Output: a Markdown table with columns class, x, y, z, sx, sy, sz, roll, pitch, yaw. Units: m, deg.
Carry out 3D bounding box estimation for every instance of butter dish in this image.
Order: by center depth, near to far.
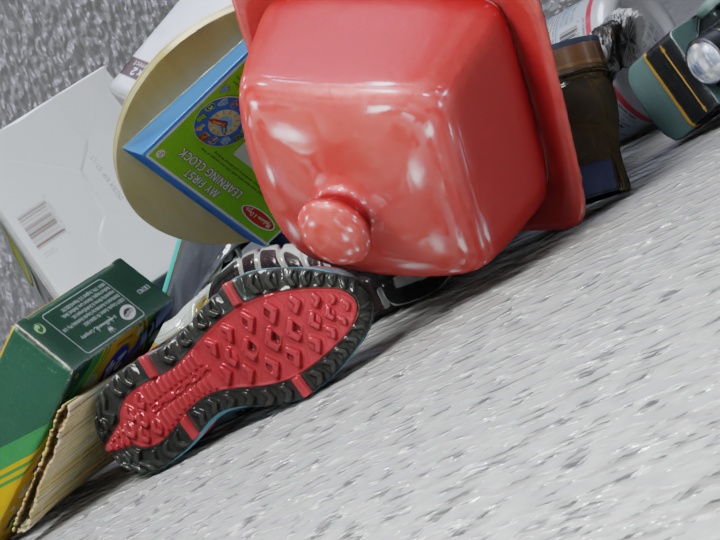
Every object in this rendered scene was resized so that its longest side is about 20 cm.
| class | x | y | z | sx | sy | sz | roll | pitch | yaw |
| --- | --- | --- | --- | --- | --- | --- | --- | --- | --- |
| butter dish | 0.009 | -0.065 | 1.026 | 0.198 | 0.201 | 0.148 | 5 | 46 | 26 |

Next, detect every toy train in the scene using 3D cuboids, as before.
| class | x | y | z | sx | sy | sz | roll | pitch | yaw |
| --- | --- | --- | --- | --- | --- | --- | --- | --- | --- |
| toy train | 0.263 | -0.160 | 1.184 | 0.199 | 0.086 | 0.114 | -34 | -3 | -37 |

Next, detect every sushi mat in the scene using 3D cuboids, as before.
| class | x | y | z | sx | sy | sz | roll | pitch | yaw |
| --- | --- | --- | --- | --- | --- | --- | --- | --- | --- |
| sushi mat | -0.158 | 0.095 | 1.170 | 0.096 | 0.012 | 0.200 | -67 | -13 | 22 |

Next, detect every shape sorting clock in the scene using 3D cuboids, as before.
| class | x | y | z | sx | sy | sz | roll | pitch | yaw |
| --- | --- | --- | --- | --- | --- | --- | --- | --- | --- |
| shape sorting clock | -0.064 | -0.095 | 1.154 | 0.198 | 0.039 | 0.201 | -19 | -42 | -18 |

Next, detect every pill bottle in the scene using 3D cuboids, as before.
| class | x | y | z | sx | sy | sz | roll | pitch | yaw |
| --- | --- | --- | --- | --- | --- | --- | --- | --- | --- |
| pill bottle | 0.147 | -0.133 | 1.388 | 0.199 | 0.109 | 0.109 | -25 | 7 | 40 |

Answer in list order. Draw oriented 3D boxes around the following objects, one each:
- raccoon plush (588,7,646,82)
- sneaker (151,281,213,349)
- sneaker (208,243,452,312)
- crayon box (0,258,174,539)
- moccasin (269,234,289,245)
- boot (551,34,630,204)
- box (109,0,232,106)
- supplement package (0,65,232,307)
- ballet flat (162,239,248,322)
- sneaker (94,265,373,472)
| class | x | y | z | sx | sy | sz | roll | pitch | yaw |
| --- | --- | --- | --- | --- | --- | --- | --- | --- | --- |
| raccoon plush | 0.103 | -0.112 | 1.251 | 0.133 | 0.098 | 0.200 | 8 | 30 | 31 |
| sneaker | -0.143 | 0.077 | 1.331 | 0.199 | 0.076 | 0.088 | -28 | -11 | -15 |
| sneaker | 0.000 | 0.000 | 1.230 | 0.198 | 0.076 | 0.115 | -15 | 8 | 32 |
| crayon box | -0.206 | 0.100 | 1.171 | 0.201 | 0.051 | 0.126 | -59 | -10 | 30 |
| moccasin | -0.021 | -0.066 | 1.435 | 0.199 | 0.069 | 0.080 | -25 | 6 | 41 |
| boot | 0.075 | -0.064 | 1.129 | 0.199 | 0.098 | 0.074 | -24 | -9 | 30 |
| box | -0.044 | -0.145 | 1.361 | 0.198 | 0.131 | 0.201 | 26 | 72 | 42 |
| supplement package | -0.214 | -0.023 | 1.547 | 0.146 | 0.192 | 0.200 | -33 | -21 | -12 |
| ballet flat | -0.137 | 0.045 | 1.408 | 0.073 | 0.072 | 0.202 | -73 | 6 | -82 |
| sneaker | -0.071 | 0.045 | 1.090 | 0.199 | 0.080 | 0.095 | -28 | 4 | 26 |
